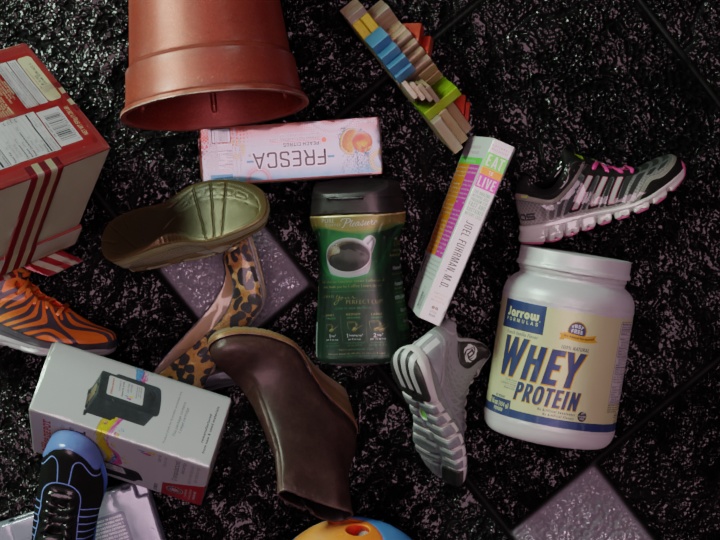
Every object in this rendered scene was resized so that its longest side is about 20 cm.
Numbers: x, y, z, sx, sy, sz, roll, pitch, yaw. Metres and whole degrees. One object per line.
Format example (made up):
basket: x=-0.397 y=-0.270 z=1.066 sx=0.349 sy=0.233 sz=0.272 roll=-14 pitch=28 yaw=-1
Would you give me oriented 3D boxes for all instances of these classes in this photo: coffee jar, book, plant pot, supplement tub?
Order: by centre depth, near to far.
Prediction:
plant pot: x=-0.162 y=-0.263 z=1.566 sx=0.198 sy=0.201 sz=0.198 roll=-6 pitch=85 yaw=-1
book: x=0.106 y=-0.044 z=1.604 sx=0.048 sy=0.134 sz=0.202 roll=23 pitch=93 yaw=-3
supplement tub: x=0.216 y=0.081 z=1.608 sx=0.143 sy=0.145 sz=0.202 roll=8 pitch=93 yaw=-2
coffee jar: x=0.000 y=0.000 z=1.625 sx=0.103 sy=0.085 sz=0.202 roll=-1 pitch=94 yaw=17

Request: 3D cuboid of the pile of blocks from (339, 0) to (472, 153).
pile of blocks: x=0.063 y=-0.224 z=1.618 sx=0.062 sy=0.082 sz=0.200 roll=-39 pitch=93 yaw=1

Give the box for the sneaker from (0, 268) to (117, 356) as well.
sneaker: x=-0.357 y=0.029 z=1.626 sx=0.198 sy=0.078 sz=0.113 roll=11 pitch=94 yaw=-2

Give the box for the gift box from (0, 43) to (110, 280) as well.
gift box: x=-0.371 y=-0.097 z=1.541 sx=0.199 sy=0.187 sz=0.185 roll=-20 pitch=65 yaw=-41

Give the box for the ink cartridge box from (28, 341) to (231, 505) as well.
ink cartridge box: x=-0.248 y=0.166 z=1.595 sx=0.198 sy=0.146 sz=0.084 roll=18 pitch=64 yaw=-2

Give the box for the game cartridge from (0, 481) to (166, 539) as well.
game cartridge: x=-0.314 y=0.323 z=1.666 sx=0.198 sy=0.041 sz=0.134 roll=-17 pitch=90 yaw=0

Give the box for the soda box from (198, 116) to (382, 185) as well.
soda box: x=-0.076 y=-0.129 z=1.627 sx=0.198 sy=0.068 sz=0.064 roll=-3 pitch=93 yaw=0

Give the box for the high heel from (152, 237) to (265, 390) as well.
high heel: x=-0.174 y=0.038 z=1.631 sx=0.141 sy=0.071 sz=0.202 roll=-10 pitch=102 yaw=-7

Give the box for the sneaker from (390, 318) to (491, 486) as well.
sneaker: x=0.109 y=0.138 z=1.631 sx=0.115 sy=0.075 sz=0.201 roll=-40 pitch=133 yaw=-26

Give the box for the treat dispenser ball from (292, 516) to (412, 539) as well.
treat dispenser ball: x=-0.008 y=0.365 z=1.591 sx=0.198 sy=0.201 sz=0.203 roll=0 pitch=93 yaw=-1

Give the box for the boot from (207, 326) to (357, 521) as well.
boot: x=-0.080 y=0.160 z=1.575 sx=0.199 sy=0.167 sz=0.072 roll=31 pitch=129 yaw=-30

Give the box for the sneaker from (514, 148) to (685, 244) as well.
sneaker: x=0.256 y=-0.098 z=1.633 sx=0.198 sy=0.074 sz=0.088 roll=-20 pitch=100 yaw=5

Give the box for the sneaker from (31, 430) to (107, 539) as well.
sneaker: x=-0.309 y=0.262 z=1.561 sx=0.069 sy=0.078 sz=0.202 roll=9 pitch=126 yaw=4

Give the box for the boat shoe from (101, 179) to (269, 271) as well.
boat shoe: x=-0.181 y=-0.042 z=1.605 sx=0.199 sy=0.063 sz=0.074 roll=-18 pitch=62 yaw=19
